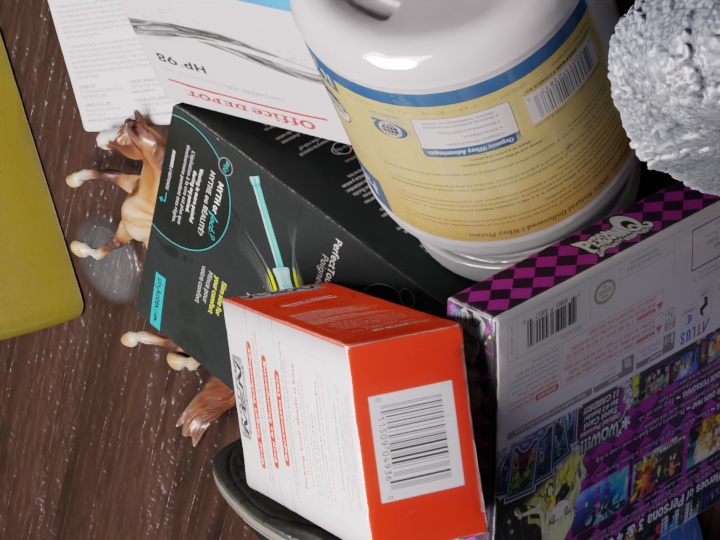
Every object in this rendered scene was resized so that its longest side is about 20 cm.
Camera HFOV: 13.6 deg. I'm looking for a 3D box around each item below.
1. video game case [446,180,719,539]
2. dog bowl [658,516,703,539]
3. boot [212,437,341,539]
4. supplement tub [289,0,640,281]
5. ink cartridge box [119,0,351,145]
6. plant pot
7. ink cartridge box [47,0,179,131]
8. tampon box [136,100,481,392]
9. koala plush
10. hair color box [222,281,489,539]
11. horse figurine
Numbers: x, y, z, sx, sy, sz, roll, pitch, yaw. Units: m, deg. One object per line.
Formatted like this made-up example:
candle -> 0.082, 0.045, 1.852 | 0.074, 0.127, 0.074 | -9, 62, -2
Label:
video game case -> 0.118, 0.063, 1.468 | 0.036, 0.199, 0.182 | 24, 127, 38
dog bowl -> 0.123, 0.177, 1.638 | 0.111, 0.049, 0.201 | 41, 135, 24
boot -> -0.013, 0.198, 1.774 | 0.203, 0.073, 0.155 | 33, 139, 41
supplement tub -> 0.057, -0.098, 1.441 | 0.144, 0.145, 0.200 | 30, 160, 32
ink cartridge box -> -0.052, -0.132, 1.515 | 0.115, 0.067, 0.200 | 15, 155, 22
plant pot -> -0.324, -0.031, 1.897 | 0.199, 0.176, 0.201 | -2, 109, 47
ink cartridge box -> -0.120, -0.182, 1.705 | 0.160, 0.050, 0.201 | -2, 106, 47
tampon box -> 0.000, 0.000, 1.612 | 0.200, 0.126, 0.151 | 37, 133, 26
koala plush -> 0.181, -0.154, 1.329 | 0.176, 0.183, 0.201 | -13, 75, 32
hair color box -> -0.006, 0.067, 1.442 | 0.200, 0.061, 0.102 | -162, 64, -70
horse figurine -> -0.111, 0.002, 1.781 | 0.132, 0.050, 0.201 | -16, 104, 52
